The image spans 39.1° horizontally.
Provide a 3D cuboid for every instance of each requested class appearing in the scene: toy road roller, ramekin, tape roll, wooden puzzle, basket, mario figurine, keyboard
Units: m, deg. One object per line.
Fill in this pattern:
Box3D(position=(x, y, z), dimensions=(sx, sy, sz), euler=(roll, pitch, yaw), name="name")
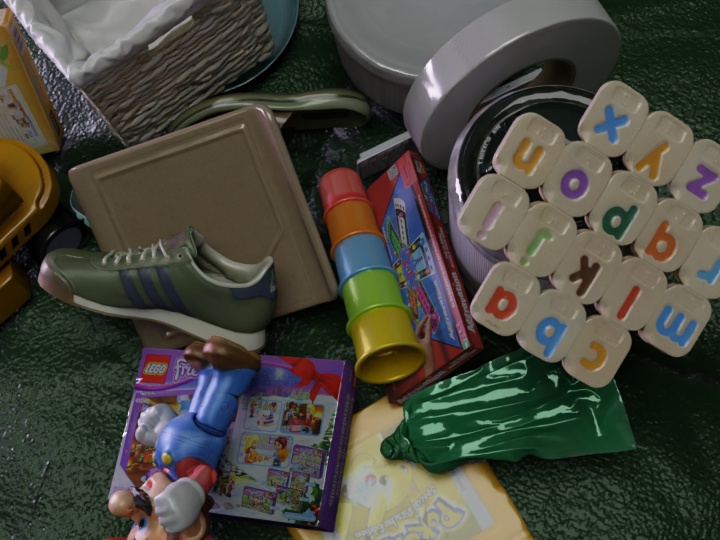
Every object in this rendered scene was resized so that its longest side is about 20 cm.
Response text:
Box3D(position=(-0.364, -0.035, 0.919), dimensions=(0.123, 0.146, 0.200), euler=(39, 78, 18), name="toy road roller")
Box3D(position=(0.065, -0.238, 0.968), dimensions=(0.202, 0.094, 0.203), euler=(0, 65, -1), name="ramekin")
Box3D(position=(0.132, -0.162, 0.888), dimensions=(0.202, 0.203, 0.037), euler=(-27, 68, -4), name="tape roll")
Box3D(position=(-0.136, -0.034, 0.894), dimensions=(0.199, 0.037, 0.186), euler=(-16, 107, 14), name="wooden puzzle")
Box3D(position=(-0.216, -0.258, 0.952), dimensions=(0.198, 0.161, 0.200), euler=(-38, 71, -8), name="basket")
Box3D(position=(-0.150, 0.146, 0.787), dimensions=(0.106, 0.124, 0.201), euler=(12, 70, 12), name="mario figurine")
Box3D(position=(0.087, -0.137, 0.959), dimensions=(0.199, 0.056, 0.011), euler=(-26, 73, -4), name="keyboard")

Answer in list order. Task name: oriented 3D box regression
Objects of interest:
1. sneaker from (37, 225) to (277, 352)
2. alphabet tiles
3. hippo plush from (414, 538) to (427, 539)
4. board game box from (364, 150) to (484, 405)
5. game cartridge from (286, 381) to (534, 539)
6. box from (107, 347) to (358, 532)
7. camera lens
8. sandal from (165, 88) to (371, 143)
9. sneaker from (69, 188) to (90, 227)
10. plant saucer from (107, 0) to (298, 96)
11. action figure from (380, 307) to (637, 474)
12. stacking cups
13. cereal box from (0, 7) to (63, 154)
Box3D(position=(-0.164, -0.002, 0.854), dimensions=(0.200, 0.067, 0.090), euler=(18, 115, -6), name="sneaker")
Box3D(position=(0.174, -0.024, 0.725), dimensions=(0.200, 0.015, 0.196), euler=(29, 93, -10), name="alphabet tiles")
Box3D(position=(0.100, 0.293, 0.725), dimensions=(0.199, 0.161, 0.160), euler=(9, 88, -6), name="hippo plush")
Box3D(position=(0.039, 0.005, 0.881), dimensions=(0.103, 0.019, 0.201), euler=(-42, 50, 37), name="board game box")
Box3D(position=(0.036, 0.211, 0.849), dimensions=(0.176, 0.032, 0.200), euler=(-30, 68, -5), name="game cartridge")
Box3D(position=(-0.107, 0.140, 0.861), dimensions=(0.199, 0.039, 0.137), euler=(2, 70, 22), name="box")
Box3D(position=(0.153, -0.045, 0.841), dimensions=(0.159, 0.200, 0.161), euler=(-2, 69, 5), name="camera lens")
Box3D(position=(-0.088, -0.134, 0.969), dimensions=(0.200, 0.080, 0.058), euler=(-5, 83, 4), name="sandal")
Box3D(position=(-0.169, -0.074, 0.936), dimensions=(0.199, 0.078, 0.092), euler=(6, 115, 3), name="sneaker")
Box3D(position=(-0.161, -0.261, 1.047), dimensions=(0.199, 0.027, 0.201), euler=(-2, 69, 5), name="plant saucer")
Box3D(position=(0.110, 0.118, 0.833), dimensions=(0.199, 0.055, 0.119), euler=(-17, 75, 3), name="action figure")
Box3D(position=(0.000, 0.000, 0.872), dimensions=(0.060, 0.061, 0.200), euler=(-18, 53, -1), name="stacking cups")
Box3D(position=(-0.407, -0.162, 0.974), dimensions=(0.199, 0.144, 0.040), euler=(-11, 42, 1), name="cereal box")
